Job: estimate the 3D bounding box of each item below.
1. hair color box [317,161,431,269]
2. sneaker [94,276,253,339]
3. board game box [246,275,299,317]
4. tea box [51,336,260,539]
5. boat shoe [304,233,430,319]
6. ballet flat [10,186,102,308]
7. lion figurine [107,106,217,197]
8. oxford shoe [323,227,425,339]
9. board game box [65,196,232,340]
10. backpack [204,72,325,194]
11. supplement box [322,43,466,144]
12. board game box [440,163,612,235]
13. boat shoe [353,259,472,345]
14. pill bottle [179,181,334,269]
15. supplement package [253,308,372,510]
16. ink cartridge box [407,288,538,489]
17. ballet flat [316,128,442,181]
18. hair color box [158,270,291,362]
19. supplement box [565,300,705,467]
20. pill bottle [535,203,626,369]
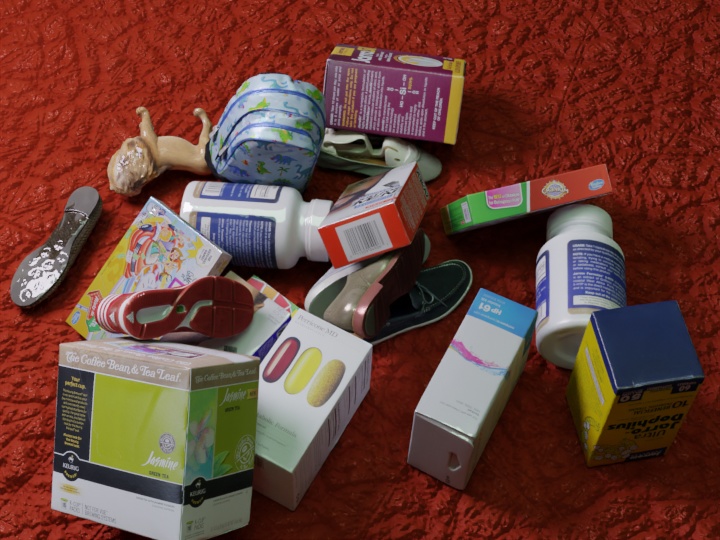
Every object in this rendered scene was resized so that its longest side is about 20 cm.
[{"bbox_3d":[0.022,-0.076,1.656,0.110,0.064,0.200,-19,14,16],"label":"hair color box"},{"bbox_3d":[-0.234,0.042,1.526,0.115,0.199,0.079,5,91,45],"label":"sneaker"},{"bbox_3d":[-0.171,0.099,1.637,0.095,0.030,0.200,35,64,20],"label":"board game box"},{"bbox_3d":[-0.234,0.186,1.421,0.198,0.133,0.199,8,96,32],"label":"tea box"},{"bbox_3d":[0.000,-0.001,1.694,0.200,0.070,0.071,-31,41,-19],"label":"boat shoe"},{"bbox_3d":[-0.411,-0.027,1.708,0.067,0.046,0.201,17,61,14],"label":"ballet flat"},{"bbox_3d":[-0.264,-0.167,1.789,0.198,0.073,0.124,-4,63,-10],"label":"lion figurine"},{"bbox_3d":[0.021,0.005,1.604,0.074,0.071,0.200,11,39,27],"label":"oxford shoe"},{"bbox_3d":[-0.275,0.025,1.620,0.134,0.034,0.201,35,92,21],"label":"board game box"},{"bbox_3d":[-0.119,-0.181,1.697,0.162,0.201,0.155,18,45,-14],"label":"backpack"},{"bbox_3d":[0.050,-0.258,1.811,0.198,0.104,0.131,7,21,2],"label":"supplement box"},{"bbox_3d":[0.223,-0.095,1.708,0.198,0.153,0.041,-13,89,-12],"label":"board game box"},{"bbox_3d":[0.067,0.036,1.666,0.199,0.062,0.075,-25,58,-19],"label":"boat shoe"},{"bbox_3d":[-0.138,-0.060,1.688,0.198,0.111,0.112,4,55,5],"label":"pill bottle"},{"bbox_3d":[-0.079,0.169,1.540,0.113,0.110,0.201,25,58,14],"label":"supplement package"},{"bbox_3d":[0.137,0.147,1.541,0.084,0.145,0.201,22,57,13],"label":"ink cartridge box"},{"bbox_3d":[0.021,-0.170,1.803,0.198,0.064,0.068,8,56,3],"label":"ballet flat"},{"bbox_3d":[-0.190,0.107,1.578,0.109,0.065,0.200,34,61,20],"label":"hair color box"},{"bbox_3d":[0.329,0.141,1.518,0.108,0.201,0.110,-8,56,-6],"label":"supplement box"},{"bbox_3d":[0.291,0.018,1.650,0.118,0.120,0.201,5,56,2],"label":"pill bottle"}]
